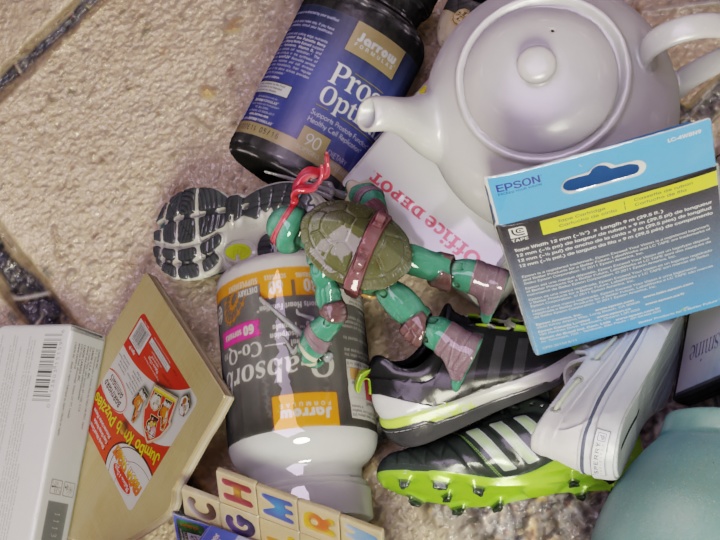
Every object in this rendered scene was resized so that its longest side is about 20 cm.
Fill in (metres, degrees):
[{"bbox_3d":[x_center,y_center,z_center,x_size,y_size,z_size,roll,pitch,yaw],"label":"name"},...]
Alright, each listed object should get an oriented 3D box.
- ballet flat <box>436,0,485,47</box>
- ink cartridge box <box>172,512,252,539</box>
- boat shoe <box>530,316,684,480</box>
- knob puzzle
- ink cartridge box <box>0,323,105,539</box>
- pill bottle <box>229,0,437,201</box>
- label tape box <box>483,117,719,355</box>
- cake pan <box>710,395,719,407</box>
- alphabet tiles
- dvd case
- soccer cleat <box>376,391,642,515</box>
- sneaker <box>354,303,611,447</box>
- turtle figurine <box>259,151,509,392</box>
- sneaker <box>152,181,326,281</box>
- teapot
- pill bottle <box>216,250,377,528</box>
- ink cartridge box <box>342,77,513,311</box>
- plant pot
[{"bbox_3d":[0.128,-0.262,1.212,0.066,0.057,0.200,38,88,24],"label":"ballet flat"},{"bbox_3d":[-0.056,0.258,1.082,0.199,0.120,0.042,17,42,23],"label":"ink cartridge box"},{"bbox_3d":[0.176,0.074,1.033,0.066,0.200,0.074,12,114,22],"label":"boat shoe"},{"bbox_3d":[-0.178,0.132,1.176,0.219,0.030,0.222,-22,59,42],"label":"knob puzzle"},{"bbox_3d":[-0.305,0.147,1.234,0.173,0.043,0.202,-2,73,38],"label":"ink cartridge box"},{"bbox_3d":[-0.016,-0.158,1.197,0.111,0.112,0.201,24,83,22],"label":"pill bottle"},{"bbox_3d":[0.161,-0.036,0.966,0.142,0.201,0.066,-16,51,7],"label":"label tape box"},{"bbox_3d":[0.347,0.062,1.056,0.198,0.037,0.202,-5,72,16],"label":"cake pan"},{"bbox_3d":[-0.041,0.223,1.075,0.199,0.167,0.006,17,43,21],"label":"alphabet tiles"},{"bbox_3d":[0.272,-0.012,1.043,0.017,0.143,0.202,16,72,-9],"label":"dvd case"},{"bbox_3d":[0.110,0.133,1.101,0.198,0.068,0.082,-6,56,14],"label":"soccer cleat"},{"bbox_3d":[0.092,0.058,1.089,0.199,0.072,0.083,-25,96,-9],"label":"sneaker"},{"bbox_3d":[0.000,0.000,1.049,0.199,0.101,0.151,25,74,5],"label":"turtle figurine"},{"bbox_3d":[-0.090,-0.024,1.200,0.199,0.079,0.078,0,79,37],"label":"sneaker"},{"bbox_3d":[0.135,-0.123,1.029,0.197,0.146,0.201,33,86,16],"label":"teapot"},{"bbox_3d":[-0.047,0.095,1.127,0.115,0.116,0.202,-12,70,14],"label":"pill bottle"},{"bbox_3d":[0.106,-0.089,1.151,0.147,0.086,0.200,40,89,21],"label":"ink cartridge box"},{"bbox_3d":[0.250,0.169,0.970,0.199,0.200,0.135,7,72,19],"label":"plant pot"}]
